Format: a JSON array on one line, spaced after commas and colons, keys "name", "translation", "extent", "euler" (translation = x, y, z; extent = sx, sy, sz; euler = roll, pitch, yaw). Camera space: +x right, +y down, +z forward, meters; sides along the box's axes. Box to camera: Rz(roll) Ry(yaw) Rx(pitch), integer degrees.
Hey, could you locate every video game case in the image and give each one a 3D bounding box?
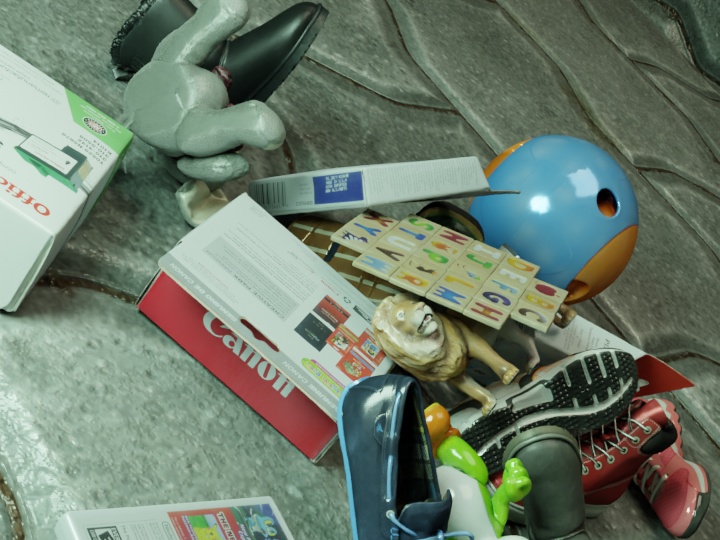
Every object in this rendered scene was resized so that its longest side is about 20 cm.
[{"name": "video game case", "translation": [-0.086, 0.237, 0.782], "extent": [0.181, 0.023, 0.201], "euler": [7, 40, -46]}]

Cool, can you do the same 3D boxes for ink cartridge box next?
[{"name": "ink cartridge box", "translation": [0.206, 0.102, 1.208], "extent": [0.199, 0.160, 0.048], "euler": [29, 65, -20]}, {"name": "ink cartridge box", "translation": [0.022, -0.084, 1.202], "extent": [0.199, 0.199, 0.041], "euler": [-7, 94, -38]}, {"name": "ink cartridge box", "translation": [-0.077, 0.052, 1.005], "extent": [0.200, 0.084, 0.176], "euler": [41, 28, 2]}, {"name": "ink cartridge box", "translation": [-0.282, -0.079, 0.948], "extent": [0.145, 0.085, 0.200], "euler": [33, 27, -11]}]

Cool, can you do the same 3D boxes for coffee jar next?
[{"name": "coffee jar", "translation": [0.070, 0.007, 1.234], "extent": [0.085, 0.105, 0.200], "euler": [32, 28, -3]}]

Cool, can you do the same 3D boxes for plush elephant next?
[{"name": "plush elephant", "translation": [-0.146, -0.132, 1.141], "extent": [0.166, 0.199, 0.155], "euler": [65, 12, 20]}]

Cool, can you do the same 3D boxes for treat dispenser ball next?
[{"name": "treat dispenser ball", "translation": [0.226, -0.057, 1.420], "extent": [0.200, 0.201, 0.202], "euler": [29, 28, -18]}]

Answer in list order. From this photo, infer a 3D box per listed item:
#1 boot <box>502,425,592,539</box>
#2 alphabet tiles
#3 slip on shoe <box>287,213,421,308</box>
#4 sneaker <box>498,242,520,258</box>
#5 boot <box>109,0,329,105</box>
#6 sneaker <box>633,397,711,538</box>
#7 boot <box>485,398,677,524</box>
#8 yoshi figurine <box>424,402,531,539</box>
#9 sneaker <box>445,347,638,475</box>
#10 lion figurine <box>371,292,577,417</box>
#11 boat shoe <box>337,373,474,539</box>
[{"name": "boot", "translation": [0.181, 0.250, 0.981], "extent": [0.201, 0.072, 0.183], "euler": [-101, 171, -48]}, {"name": "alphabet tiles", "translation": [0.079, -0.003, 1.045], "extent": [0.198, 0.006, 0.166], "euler": [24, 22, 12]}, {"name": "slip on shoe", "translation": [0.000, 0.000, 1.138], "extent": [0.199, 0.076, 0.061], "euler": [17, -20, 49]}, {"name": "sneaker", "translation": [0.181, 0.074, 1.331], "extent": [0.201, 0.082, 0.070], "euler": [58, -3, -2]}, {"name": "boot", "translation": [-0.150, -0.240, 1.246], "extent": [0.162, 0.198, 0.074], "euler": [39, 23, -14]}, {"name": "sneaker", "translation": [0.303, 0.206, 1.284], "extent": [0.086, 0.074, 0.201], "euler": [15, 29, -14]}, {"name": "boot", "translation": [0.204, 0.166, 1.117], "extent": [0.199, 0.145, 0.073], "euler": [7, 43, -43]}, {"name": "yoshi figurine", "translation": [0.088, 0.208, 0.963], "extent": [0.111, 0.113, 0.200], "euler": [-20, 64, -42]}, {"name": "sneaker", "translation": [0.159, 0.115, 1.097], "extent": [0.198, 0.074, 0.080], "euler": [-19, 17, -15]}, {"name": "lion figurine", "translation": [0.098, 0.047, 1.044], "extent": [0.122, 0.073, 0.200], "euler": [39, 33, 15]}, {"name": "boat shoe", "translation": [0.033, 0.177, 0.888], "extent": [0.084, 0.068, 0.202], "euler": [-17, 90, -54]}]
